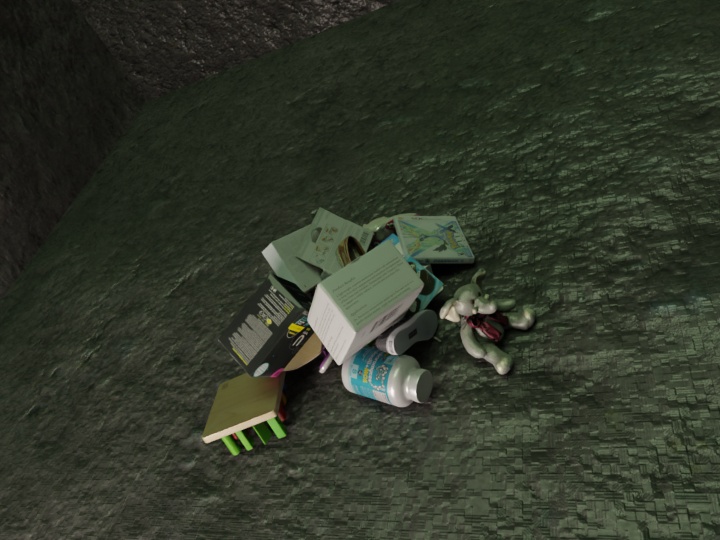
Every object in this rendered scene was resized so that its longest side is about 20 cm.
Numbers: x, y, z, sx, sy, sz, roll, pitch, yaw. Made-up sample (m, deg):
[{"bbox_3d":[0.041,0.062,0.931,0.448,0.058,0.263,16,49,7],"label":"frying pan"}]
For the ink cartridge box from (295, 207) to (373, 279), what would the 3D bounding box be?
[{"bbox_3d":[-0.070,-0.059,1.542,0.170,0.044,0.202,24,50,-2],"label":"ink cartridge box"}]

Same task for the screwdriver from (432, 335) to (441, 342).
[{"bbox_3d":[0.126,0.128,1.401,0.028,0.029,0.199,-45,40,-15],"label":"screwdriver"}]

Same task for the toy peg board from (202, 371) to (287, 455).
[{"bbox_3d":[-0.265,0.348,1.413,0.196,0.099,0.200,-22,25,11],"label":"toy peg board"}]

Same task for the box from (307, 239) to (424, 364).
[{"bbox_3d":[0.006,0.071,1.235,0.197,0.201,0.132,-32,74,-25],"label":"box"}]

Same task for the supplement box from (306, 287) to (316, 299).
[{"bbox_3d":[-0.161,0.045,1.601,0.072,0.127,0.203,-10,45,22],"label":"supplement box"}]

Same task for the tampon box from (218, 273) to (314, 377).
[{"bbox_3d":[-0.204,0.136,1.345,0.126,0.150,0.201,41,94,20],"label":"tampon box"}]

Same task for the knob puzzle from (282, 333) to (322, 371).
[{"bbox_3d":[-0.177,0.168,1.447,0.214,0.031,0.225,-7,64,14],"label":"knob puzzle"}]

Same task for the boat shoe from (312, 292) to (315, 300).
[{"bbox_3d":[-0.036,0.049,1.557,0.196,0.075,0.068,-27,44,-17],"label":"boat shoe"}]

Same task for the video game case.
[{"bbox_3d":[0.189,-0.085,1.498,0.177,0.022,0.202,0,37,-9],"label":"video game case"}]

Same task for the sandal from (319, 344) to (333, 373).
[{"bbox_3d":[-0.066,0.171,1.445,0.049,0.083,0.205,29,55,2],"label":"sandal"}]

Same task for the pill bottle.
[{"bbox_3d":[0.061,0.237,1.270,0.197,0.112,0.112,7,53,38],"label":"pill bottle"}]

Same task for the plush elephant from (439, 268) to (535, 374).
[{"bbox_3d":[0.263,0.093,1.242,0.198,0.156,0.165,22,63,44],"label":"plush elephant"}]

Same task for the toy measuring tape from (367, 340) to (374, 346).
[{"bbox_3d":[0.011,0.138,1.439,0.072,0.074,0.203,-6,45,29],"label":"toy measuring tape"}]

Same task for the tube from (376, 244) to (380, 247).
[{"bbox_3d":[0.067,-0.034,1.361,0.200,0.076,0.051,-139,74,-82],"label":"tube"}]

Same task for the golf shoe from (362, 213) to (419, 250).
[{"bbox_3d":[0.082,-0.133,1.658,0.196,0.076,0.093,-18,38,16],"label":"golf shoe"}]

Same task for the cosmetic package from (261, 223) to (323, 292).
[{"bbox_3d":[-0.152,-0.026,1.518,0.051,0.152,0.199,-37,-3,34],"label":"cosmetic package"}]

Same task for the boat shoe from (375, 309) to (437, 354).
[{"bbox_3d":[0.106,0.141,1.307,0.065,0.072,0.199,1,19,39],"label":"boat shoe"}]

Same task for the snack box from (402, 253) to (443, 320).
[{"bbox_3d":[0.096,0.075,1.379,0.115,0.037,0.201,38,89,4],"label":"snack box"}]

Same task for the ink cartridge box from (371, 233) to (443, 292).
[{"bbox_3d":[0.109,0.005,1.472,0.115,0.067,0.200,-37,50,-13],"label":"ink cartridge box"}]

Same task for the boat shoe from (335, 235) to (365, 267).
[{"bbox_3d":[0.000,0.000,1.452,0.075,0.072,0.202,-20,67,-34],"label":"boat shoe"}]
